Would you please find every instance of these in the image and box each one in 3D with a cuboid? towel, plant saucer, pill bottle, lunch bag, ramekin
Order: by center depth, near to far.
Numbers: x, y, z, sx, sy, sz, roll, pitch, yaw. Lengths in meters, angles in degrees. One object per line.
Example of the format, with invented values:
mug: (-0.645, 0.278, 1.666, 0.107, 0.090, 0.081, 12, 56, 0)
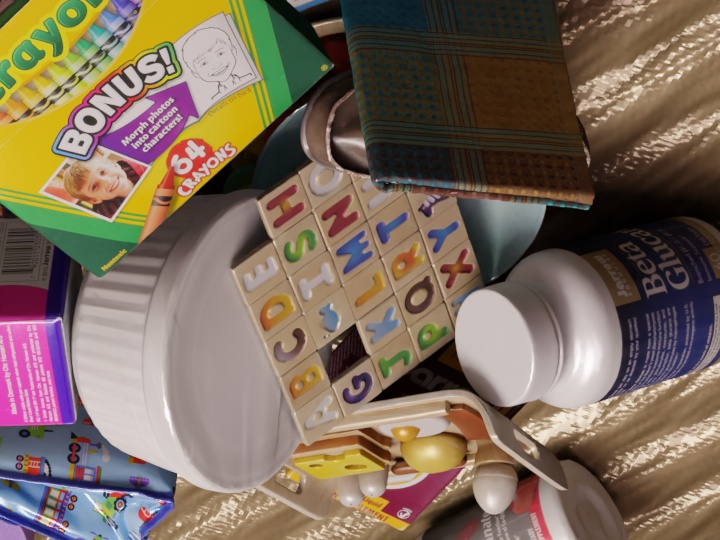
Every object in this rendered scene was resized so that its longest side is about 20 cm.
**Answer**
towel: (0.063, -0.120, 1.493, 0.146, 0.201, 0.022, 4, 139, -14)
ramekin: (-0.107, 0.042, 1.583, 0.094, 0.203, 0.203, 8, 138, 31)
plant saucer: (0.026, -0.061, 1.624, 0.200, 0.039, 0.202, 0, 132, 0)
pill bottle: (0.166, 0.033, 1.661, 0.199, 0.111, 0.111, -14, 143, -37)
lunch bag: (-0.238, 0.118, 1.778, 0.199, 0.151, 0.094, 18, 130, -14)
pill bottle: (0.107, 0.240, 1.907, 0.200, 0.111, 0.111, -31, 124, 25)

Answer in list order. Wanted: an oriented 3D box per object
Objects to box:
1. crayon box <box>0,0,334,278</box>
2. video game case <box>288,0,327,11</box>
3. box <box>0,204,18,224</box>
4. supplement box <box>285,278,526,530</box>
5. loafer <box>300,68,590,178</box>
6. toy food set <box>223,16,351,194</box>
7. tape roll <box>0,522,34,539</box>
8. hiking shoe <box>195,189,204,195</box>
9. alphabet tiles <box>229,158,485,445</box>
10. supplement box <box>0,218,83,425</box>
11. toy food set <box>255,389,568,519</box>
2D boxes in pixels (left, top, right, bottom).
crayon box: (-0.146, -0.116, 1.415, 0.200, 0.058, 0.172, -42, 129, 11)
video game case: (-0.113, -0.211, 1.572, 0.199, 0.018, 0.143, -19, 129, 17)
box: (-0.314, -0.003, 1.693, 0.192, 0.122, 0.201, -8, 131, 7)
supplement box: (0.042, 0.090, 1.791, 0.110, 0.086, 0.200, 26, 127, -20)
loafer: (0.061, -0.088, 1.512, 0.199, 0.071, 0.073, 0, 104, -21)
toy food set: (0.003, -0.090, 1.657, 0.199, 0.049, 0.198, 11, 131, -9)
tape roll: (-0.360, 0.200, 1.913, 0.199, 0.066, 0.201, 0, 131, 0)
hiking shoe: (-0.127, -0.036, 1.690, 0.199, 0.074, 0.087, 20, 93, -37)
alphabet tiles: (0.000, 0.000, 1.582, 0.167, 0.008, 0.201, -36, 132, -17)
supplement box: (-0.286, 0.035, 1.577, 0.199, 0.101, 0.104, 0, 133, 1)
toy food set: (0.030, 0.141, 1.688, 0.199, 0.061, 0.143, -11, 157, 23)
